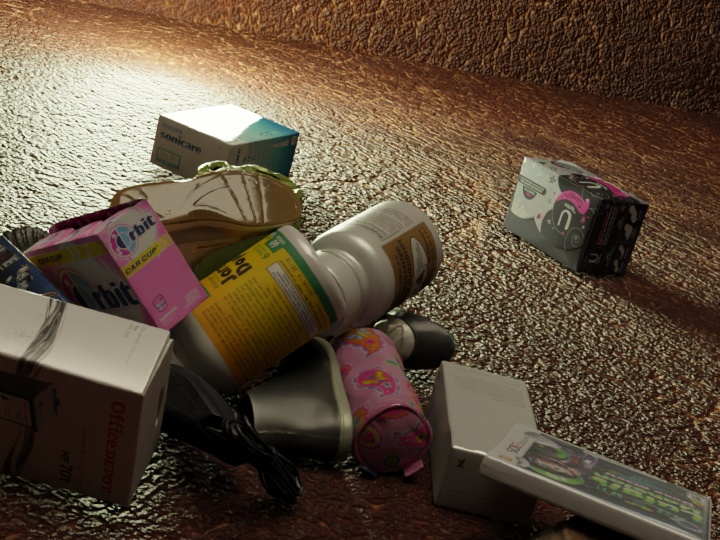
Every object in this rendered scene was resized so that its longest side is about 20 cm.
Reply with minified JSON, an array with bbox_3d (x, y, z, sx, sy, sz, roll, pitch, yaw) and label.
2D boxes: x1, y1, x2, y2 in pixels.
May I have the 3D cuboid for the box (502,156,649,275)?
[{"bbox_3d":[0.346,-0.091,2.177,0.114,0.133,0.200,2,22,-36],"label":"box"}]

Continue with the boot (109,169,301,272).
[{"bbox_3d":[-0.170,-0.027,1.404,0.199,0.156,0.073,-8,56,-23],"label":"boot"}]

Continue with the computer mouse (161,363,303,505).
[{"bbox_3d":[-0.138,0.134,1.231,0.199,0.053,0.139,22,-23,34],"label":"computer mouse"}]

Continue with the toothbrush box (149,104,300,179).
[{"bbox_3d":[-0.214,-0.196,2.128,0.146,0.086,0.200,24,21,22],"label":"toothbrush box"}]

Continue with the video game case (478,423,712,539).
[{"bbox_3d":[0.216,0.194,1.198,0.199,0.023,0.182,21,8,13],"label":"video game case"}]

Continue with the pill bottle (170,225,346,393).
[{"bbox_3d":[-0.123,0.052,1.346,0.200,0.113,0.113,-34,35,-9],"label":"pill bottle"}]

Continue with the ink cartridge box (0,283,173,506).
[{"bbox_3d":[-0.273,0.102,1.145,0.199,0.147,0.086,16,38,3],"label":"ink cartridge box"}]

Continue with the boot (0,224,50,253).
[{"bbox_3d":[-0.391,0.009,1.433,0.211,0.080,0.158,11,23,-45],"label":"boot"}]

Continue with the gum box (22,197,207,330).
[{"bbox_3d":[-0.250,0.005,1.311,0.066,0.114,0.200,-42,20,-33],"label":"gum box"}]

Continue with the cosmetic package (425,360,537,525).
[{"bbox_3d":[0.125,0.174,1.376,0.101,0.074,0.200,14,21,-4],"label":"cosmetic package"}]

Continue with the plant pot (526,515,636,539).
[{"bbox_3d":[0.209,0.272,1.135,0.200,0.093,0.201,14,20,-5],"label":"plant pot"}]

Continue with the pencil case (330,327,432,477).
[{"bbox_3d":[0.017,0.134,1.394,0.087,0.088,0.200,9,21,-16],"label":"pencil case"}]

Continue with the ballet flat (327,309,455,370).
[{"bbox_3d":[0.013,0.074,1.577,0.199,0.073,0.073,19,19,30],"label":"ballet flat"}]

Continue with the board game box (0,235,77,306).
[{"bbox_3d":[-0.293,0.060,1.277,0.035,0.136,0.200,-33,37,-19],"label":"board game box"}]

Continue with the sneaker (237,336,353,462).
[{"bbox_3d":[-0.079,0.120,1.368,0.106,0.075,0.200,8,21,-18],"label":"sneaker"}]

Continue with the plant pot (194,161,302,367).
[{"bbox_3d":[-0.144,-0.016,1.523,0.199,0.191,0.200,13,20,-5],"label":"plant pot"}]

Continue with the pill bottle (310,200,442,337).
[{"bbox_3d":[0.000,0.000,1.517,0.114,0.115,0.200,24,30,24],"label":"pill bottle"}]
